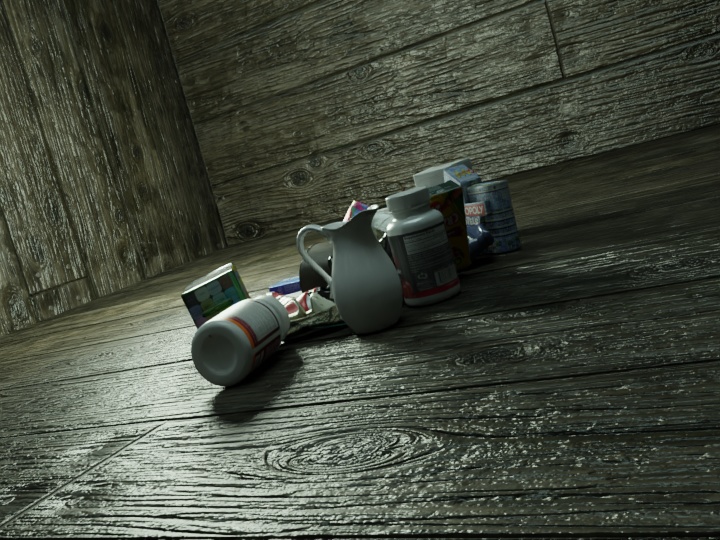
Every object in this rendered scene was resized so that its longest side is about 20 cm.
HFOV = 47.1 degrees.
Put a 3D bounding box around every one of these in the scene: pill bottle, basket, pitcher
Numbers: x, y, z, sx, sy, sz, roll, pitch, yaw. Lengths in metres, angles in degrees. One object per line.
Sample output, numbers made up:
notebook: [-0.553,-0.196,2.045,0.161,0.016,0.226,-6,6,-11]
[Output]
pill bottle: [0.110,-0.046,1.520,0.108,0.204,0.111,-15,8,2]
basket: [0.000,0.000,1.705,0.197,0.139,0.180,-7,11,30]
pill bottle: [-0.196,0.112,1.399,0.107,0.112,0.200,-13,8,19]
pitcher: [-0.019,0.005,1.439,0.169,0.204,0.121,-12,9,29]

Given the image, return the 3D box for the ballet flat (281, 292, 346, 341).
ballet flat: [-0.107,0.085,1.527,0.196,0.077,0.068,-16,7,2]

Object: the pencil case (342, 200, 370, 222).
pencil case: [-0.017,-0.061,1.900,0.203,0.087,0.088,-61,12,-1]

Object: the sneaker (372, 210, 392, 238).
sneaker: [0.072,-0.078,1.748,0.196,0.077,0.089,1,23,21]

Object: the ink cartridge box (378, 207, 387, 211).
ink cartridge box: [0.084,-0.079,1.997,0.196,0.148,0.084,-17,8,-4]

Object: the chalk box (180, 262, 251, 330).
chalk box: [-0.300,0.074,1.761,0.123,0.126,0.200,-26,10,-3]

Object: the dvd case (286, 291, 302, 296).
dvd case: [-0.137,0.073,1.852,0.147,0.025,0.200,-15,8,12]

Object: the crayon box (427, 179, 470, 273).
crayon box: [0.148,-0.061,1.634,0.125,0.204,0.051,-18,26,-16]

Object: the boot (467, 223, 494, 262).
boot: [0.235,-0.065,1.807,0.090,0.073,0.200,-36,16,5]

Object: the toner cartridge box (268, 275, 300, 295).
toner cartridge box: [-0.118,0.032,2.021,0.196,0.044,0.095,-13,10,21]

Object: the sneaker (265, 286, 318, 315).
sneaker: [-0.128,0.073,1.663,0.111,0.073,0.200,-21,16,-7]

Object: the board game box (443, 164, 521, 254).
board game box: [0.258,-0.138,1.851,0.061,0.204,0.199,-18,8,-26]

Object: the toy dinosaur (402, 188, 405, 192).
toy dinosaur: [0.056,-0.057,1.903,0.178,0.203,0.105,-19,-17,-14]

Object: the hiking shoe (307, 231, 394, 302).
hiking shoe: [-0.010,-0.003,1.568,0.201,0.100,0.076,-51,21,0]

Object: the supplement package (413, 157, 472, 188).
supplement package: [0.229,-0.165,2.084,0.115,0.204,0.117,-10,10,34]
